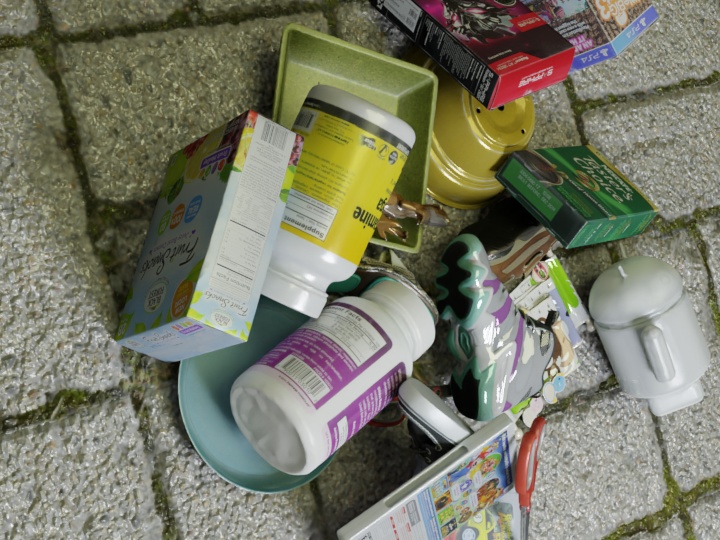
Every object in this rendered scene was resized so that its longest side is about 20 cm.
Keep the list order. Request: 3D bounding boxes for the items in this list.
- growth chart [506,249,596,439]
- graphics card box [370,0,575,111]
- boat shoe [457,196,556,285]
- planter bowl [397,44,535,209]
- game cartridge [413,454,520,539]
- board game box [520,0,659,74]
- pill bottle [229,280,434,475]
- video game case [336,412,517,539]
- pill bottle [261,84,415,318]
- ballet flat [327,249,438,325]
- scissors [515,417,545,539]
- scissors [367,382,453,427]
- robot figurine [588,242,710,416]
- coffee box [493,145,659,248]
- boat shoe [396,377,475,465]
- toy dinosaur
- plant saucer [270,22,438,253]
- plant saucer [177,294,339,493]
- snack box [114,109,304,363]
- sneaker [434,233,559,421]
[{"bbox_3d":[0.198,0.083,1.555,0.200,0.018,0.145,-48,110,-31],"label":"growth chart"},{"bbox_3d":[0.121,-0.265,1.477,0.125,0.051,0.200,-24,57,-35],"label":"graphics card box"},{"bbox_3d":[0.169,-0.028,1.529,0.199,0.075,0.074,-26,129,-44],"label":"boat shoe"},{"bbox_3d":[0.133,-0.174,1.514,0.199,0.083,0.202,7,79,-35],"label":"planter bowl"},{"bbox_3d":[0.112,0.289,1.446,0.132,0.041,0.202,15,73,-37],"label":"game cartridge"},{"bbox_3d":[0.215,-0.329,1.553,0.097,0.159,0.201,-41,106,-33],"label":"board game box"},{"bbox_3d":[-0.021,0.095,1.305,0.200,0.112,0.113,-38,104,-34],"label":"pill bottle"},{"bbox_3d":[0.071,0.232,1.337,0.199,0.144,0.018,-33,57,-13],"label":"video game case"},{"bbox_3d":[-0.036,-0.063,1.282,0.112,0.112,0.201,25,89,-29],"label":"pill bottle"},{"bbox_3d":[0.000,0.000,1.405,0.199,0.068,0.076,23,47,-29],"label":"ballet flat"},{"bbox_3d":[0.165,0.236,1.380,0.073,0.014,0.201,-56,154,-54],"label":"scissors"},{"bbox_3d":[0.069,0.136,1.434,0.199,0.014,0.074,15,71,-39],"label":"scissors"},{"bbox_3d":[0.336,0.068,1.588,0.112,0.170,0.201,-23,107,6],"label":"robot figurine"},{"bbox_3d":[0.247,-0.087,1.536,0.123,0.044,0.199,48,29,22],"label":"coffee box"},{"bbox_3d":[0.081,0.168,1.344,0.057,0.069,0.200,-44,142,1],"label":"boat shoe"},{"bbox_3d":[0.004,-0.083,1.374,0.200,0.060,0.107,37,40,-28],"label":"toy dinosaur"},{"bbox_3d":[-0.019,-0.132,1.413,0.199,0.048,0.201,13,78,-34],"label":"plant saucer"},{"bbox_3d":[-0.095,0.117,1.333,0.199,0.027,0.202,7,77,-35],"label":"plant saucer"},{"bbox_3d":[-0.139,-0.027,1.239,0.067,0.168,0.201,23,68,-26],"label":"snack box"},{"bbox_3d":[0.157,0.049,1.446,0.139,0.078,0.202,-14,108,-30],"label":"sneaker"}]
